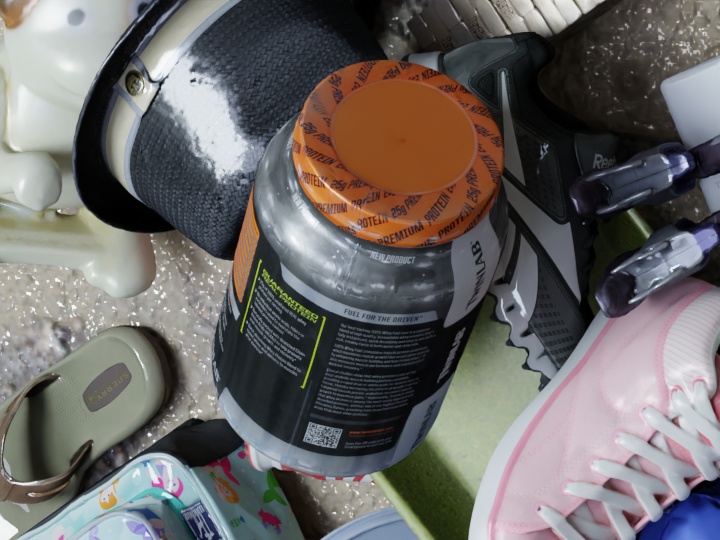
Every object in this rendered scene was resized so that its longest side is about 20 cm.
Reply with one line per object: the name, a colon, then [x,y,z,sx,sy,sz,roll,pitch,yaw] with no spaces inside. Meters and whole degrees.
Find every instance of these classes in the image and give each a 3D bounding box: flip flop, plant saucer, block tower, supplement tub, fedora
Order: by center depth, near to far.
supplement tub: [0.000,0.000,1.233,0.122,0.122,0.200,40,145,16]
fedora: [-0.047,-0.076,1.298,0.092,0.200,0.201,49,125,28]
block tower: [0.111,-0.155,1.303,0.200,0.054,0.058,-37,85,35]
plant saucer: [0.073,0.031,1.354,0.199,0.048,0.200,-39,88,14]
flip flop: [-0.191,0.105,1.573,0.200,0.058,0.081,-39,83,34]

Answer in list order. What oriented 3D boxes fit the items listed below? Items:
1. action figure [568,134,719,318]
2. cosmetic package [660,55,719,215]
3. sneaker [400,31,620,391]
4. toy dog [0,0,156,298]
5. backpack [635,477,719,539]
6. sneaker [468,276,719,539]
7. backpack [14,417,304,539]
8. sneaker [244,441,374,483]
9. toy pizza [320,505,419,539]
action figure: [0.195,-0.048,1.189,0.199,0.069,0.131,-27,80,30]
cosmetic package: [0.236,-0.021,1.254,0.101,0.071,0.201,-20,94,34]
sneaker: [0.095,-0.030,1.282,0.090,0.066,0.201,-23,91,15]
toy dog: [-0.152,-0.102,1.424,0.139,0.195,0.200,13,145,-13]
backpack: [0.197,0.177,1.278,0.199,0.168,0.163,11,71,36]
sneaker: [0.132,0.086,1.220,0.075,0.201,0.104,45,157,-30]
backpack: [-0.103,0.210,1.504,0.177,0.150,0.200,-33,91,34]
sneaker: [0.005,0.024,1.432,0.115,0.078,0.201,11,110,10]
toy pizza: [0.035,0.224,1.432,0.199,0.032,0.201,-1,99,-8]
